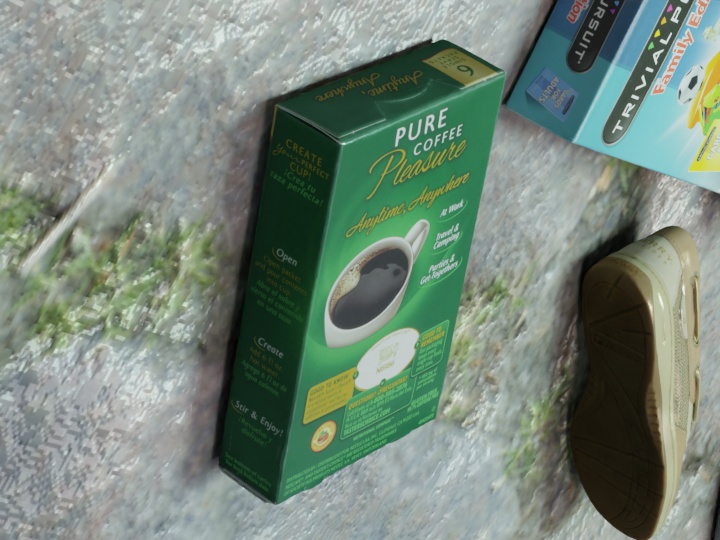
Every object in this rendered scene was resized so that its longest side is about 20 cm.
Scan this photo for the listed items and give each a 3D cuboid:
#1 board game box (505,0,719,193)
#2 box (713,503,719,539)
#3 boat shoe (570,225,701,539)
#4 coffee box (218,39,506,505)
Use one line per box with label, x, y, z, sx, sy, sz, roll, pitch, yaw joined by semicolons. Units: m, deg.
board game box;0.171;-0.125;1.400;0.200;0.047;0.152;12;107;-58
box;0.298;0.176;1.839;0.158;0.048;0.201;-33;141;-36
boat shoe;0.165;0.067;1.534;0.064;0.071;0.201;-34;140;-33
coffee box;0.000;0.000;1.269;0.123;0.044;0.201;-26;137;-43
